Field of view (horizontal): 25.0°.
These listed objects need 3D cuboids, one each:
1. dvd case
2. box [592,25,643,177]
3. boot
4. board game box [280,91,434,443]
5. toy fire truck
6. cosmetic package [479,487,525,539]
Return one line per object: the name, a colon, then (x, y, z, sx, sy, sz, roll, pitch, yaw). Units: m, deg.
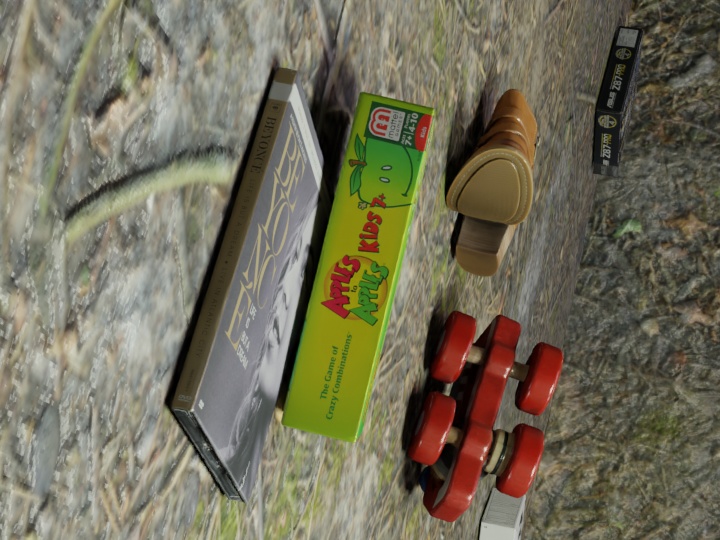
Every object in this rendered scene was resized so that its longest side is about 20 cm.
dvd case: (-0.053, 0.012, 0.898, 0.149, 0.016, 0.201, 74, 28, -63)
box: (0.433, -0.285, 2.729, 0.162, 0.049, 0.201, 80, 23, -53)
boot: (0.136, -0.104, 1.493, 0.200, 0.076, 0.156, 83, 22, -59)
board game box: (0.000, 0.000, 0.996, 0.102, 0.047, 0.201, 53, 50, -86)
toy fire truck: (0.103, 0.143, 1.519, 0.168, 0.111, 0.201, 116, -8, -64)
cosmetic package: (0.183, 0.398, 2.159, 0.083, 0.050, 0.201, -57, 154, -58)
